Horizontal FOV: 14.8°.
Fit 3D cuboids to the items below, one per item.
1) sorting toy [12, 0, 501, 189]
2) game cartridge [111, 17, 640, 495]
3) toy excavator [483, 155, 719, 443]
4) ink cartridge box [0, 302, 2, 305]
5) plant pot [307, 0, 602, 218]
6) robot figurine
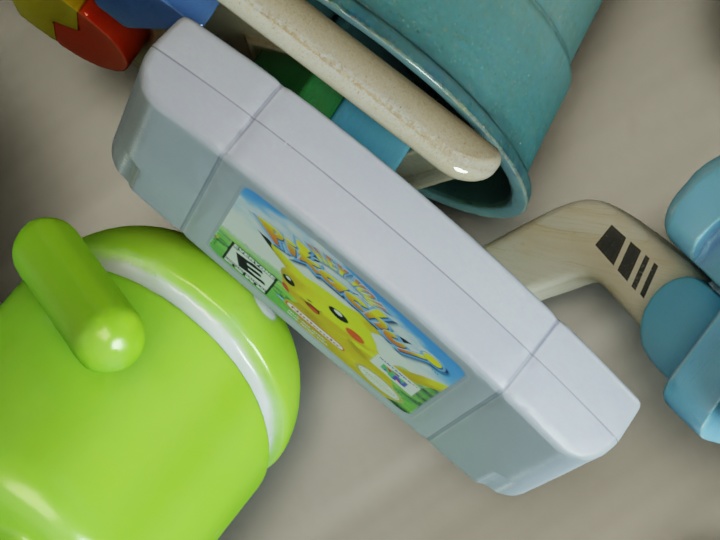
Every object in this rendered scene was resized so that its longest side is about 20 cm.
[{"bbox_3d":[-0.057,-0.078,0.978,0.185,0.200,0.037,36,80,-13],"label":"sorting toy"},{"bbox_3d":[0.000,0.000,0.943,0.200,0.133,0.041,40,72,0],"label":"game cartridge"},{"bbox_3d":[0.127,0.008,1.002,0.195,0.100,0.200,-53,54,17],"label":"toy excavator"},{"bbox_3d":[-0.241,0.069,1.057,0.147,0.086,0.201,27,86,4],"label":"ink cartridge box"},{"bbox_3d":[0.027,-0.157,1.014,0.200,0.200,0.197,32,80,5],"label":"plant pot"},{"bbox_3d":[-0.099,0.065,1.008,0.115,0.176,0.200,14,46,30],"label":"robot figurine"}]
